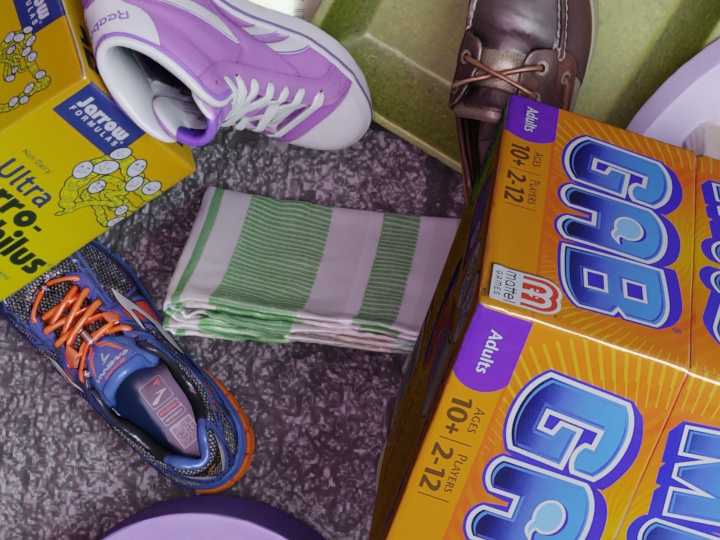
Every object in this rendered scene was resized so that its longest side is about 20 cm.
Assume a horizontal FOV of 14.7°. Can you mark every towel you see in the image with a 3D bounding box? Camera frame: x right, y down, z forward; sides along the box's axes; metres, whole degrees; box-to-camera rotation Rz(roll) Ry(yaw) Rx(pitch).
[{"bbox_3d":[0.000,0.000,1.547,0.199,0.153,0.023,5,119,5],"label":"towel"}]

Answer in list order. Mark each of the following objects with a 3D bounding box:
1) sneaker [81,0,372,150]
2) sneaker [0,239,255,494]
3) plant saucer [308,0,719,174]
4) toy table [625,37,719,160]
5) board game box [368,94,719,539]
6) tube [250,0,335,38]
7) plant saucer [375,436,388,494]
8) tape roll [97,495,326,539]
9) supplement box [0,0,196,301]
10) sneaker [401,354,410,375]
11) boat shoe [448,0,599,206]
[{"bbox_3d":[-0.071,-0.092,1.507,0.200,0.114,0.073,28,126,-33],"label":"sneaker"},{"bbox_3d":[-0.138,0.045,1.585,0.200,0.078,0.075,42,91,3],"label":"sneaker"},{"bbox_3d":[0.091,-0.146,1.552,0.200,0.048,0.200,31,123,0],"label":"plant saucer"},{"bbox_3d":[0.217,-0.038,1.506,0.183,0.117,0.200,15,128,-24],"label":"toy table"},{"bbox_3d":[0.128,0.071,1.364,0.199,0.200,0.200,18,122,-3],"label":"board game box"},{"bbox_3d":[-0.113,-0.151,1.602,0.199,0.058,0.052,1,49,0],"label":"tube"},{"bbox_3d":[0.109,0.124,1.549,0.199,0.031,0.200,8,127,11],"label":"plant saucer"},{"bbox_3d":[-0.087,0.230,1.572,0.199,0.085,0.201,0,91,4],"label":"tape roll"},{"bbox_3d":[-0.209,-0.064,1.538,0.200,0.109,0.110,-33,50,14],"label":"supplement box"},{"bbox_3d":[0.126,0.059,1.581,0.200,0.074,0.082,16,69,3],"label":"sneaker"},{"bbox_3d":[0.083,-0.098,1.509,0.072,0.072,0.200,13,121,12],"label":"boat shoe"}]
